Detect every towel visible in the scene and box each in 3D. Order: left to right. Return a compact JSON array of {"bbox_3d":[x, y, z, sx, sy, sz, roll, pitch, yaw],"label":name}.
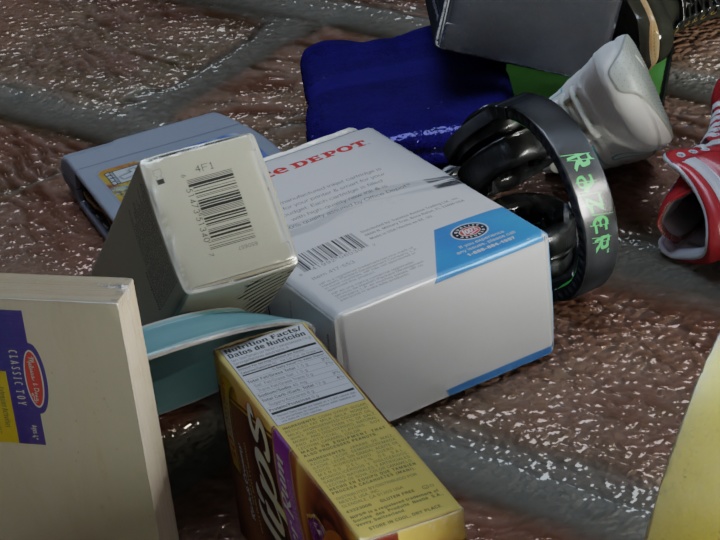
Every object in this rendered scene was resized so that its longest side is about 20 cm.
[{"bbox_3d":[0.034,-0.112,1.622,0.146,0.050,0.200,-10,27,2],"label":"towel"}]

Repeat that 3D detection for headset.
[{"bbox_3d":[0.104,-0.051,1.432,0.093,0.124,0.200,-22,14,-23],"label":"headset"}]

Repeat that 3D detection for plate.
[{"bbox_3d":[-0.121,0.056,1.256,0.199,0.026,0.200,-20,-9,-3],"label":"plate"}]

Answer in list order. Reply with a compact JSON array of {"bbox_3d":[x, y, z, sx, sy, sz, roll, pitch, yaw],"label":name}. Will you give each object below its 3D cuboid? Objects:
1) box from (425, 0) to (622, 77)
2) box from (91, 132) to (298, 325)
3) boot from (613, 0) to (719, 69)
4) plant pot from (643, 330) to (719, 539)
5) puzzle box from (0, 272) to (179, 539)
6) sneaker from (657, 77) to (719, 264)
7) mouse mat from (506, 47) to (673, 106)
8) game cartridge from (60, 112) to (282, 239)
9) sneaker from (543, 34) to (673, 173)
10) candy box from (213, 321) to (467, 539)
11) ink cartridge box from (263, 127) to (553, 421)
[{"bbox_3d":[0.123,-0.256,1.612,0.123,0.198,0.200,13,18,-5],"label":"box"},{"bbox_3d":[-0.096,-0.001,1.308,0.068,0.083,0.200,-16,-12,-18],"label":"box"},{"bbox_3d":[0.240,-0.200,1.708,0.137,0.078,0.200,-2,26,-4],"label":"boot"},{"bbox_3d":[0.220,0.113,1.042,0.141,0.201,0.200,18,36,19],"label":"plant pot"},{"bbox_3d":[-0.159,0.093,1.140,0.132,0.201,0.025,3,30,16],"label":"puzzle box"},{"bbox_3d":[0.227,-0.069,1.480,0.112,0.072,0.200,-8,30,-7],"label":"sneaker"},{"bbox_3d":[0.122,-0.131,1.686,0.198,0.008,0.161,1,30,13],"label":"mouse mat"},{"bbox_3d":[-0.110,-0.048,1.562,0.132,0.042,0.200,-21,31,-16],"label":"game cartridge"},{"bbox_3d":[0.150,-0.093,1.491,0.080,0.071,0.200,-21,-9,-2],"label":"sneaker"},{"bbox_3d":[-0.009,0.123,1.138,0.056,0.117,0.200,-16,29,-16],"label":"candy box"},{"bbox_3d":[0.000,0.000,1.392,0.146,0.086,0.200,-21,30,-24],"label":"ink cartridge box"}]
